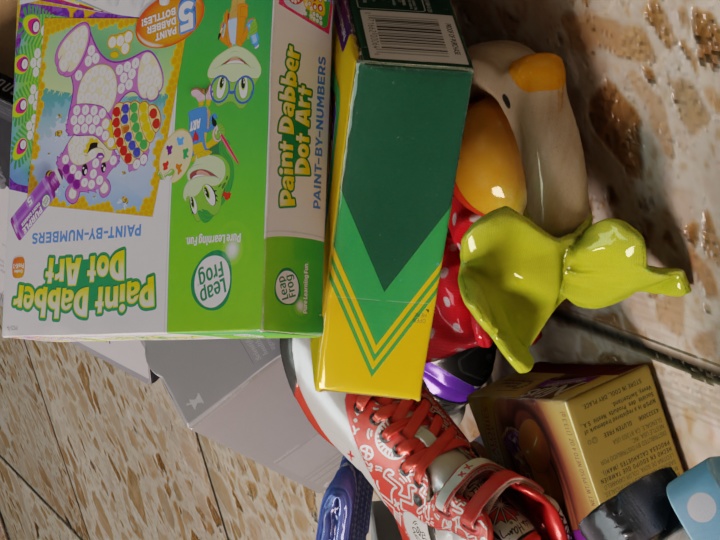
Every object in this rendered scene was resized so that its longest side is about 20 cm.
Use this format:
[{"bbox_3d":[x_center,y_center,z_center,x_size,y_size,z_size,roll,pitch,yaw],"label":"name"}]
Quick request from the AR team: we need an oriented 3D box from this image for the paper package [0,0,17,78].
[{"bbox_3d":[-0.188,-0.216,1.184,0.103,0.199,0.191,45,149,41],"label":"paper package"}]

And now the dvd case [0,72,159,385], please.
[{"bbox_3d":[-0.193,-0.029,1.164,0.150,0.025,0.201,26,141,23],"label":"dvd case"}]

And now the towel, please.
[{"bbox_3d":[-0.010,0.145,1.086,0.200,0.024,0.146,-71,-10,-67],"label":"towel"}]

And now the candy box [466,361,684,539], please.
[{"bbox_3d":[0.134,0.150,0.961,0.117,0.056,0.201,-4,105,67],"label":"candy box"}]

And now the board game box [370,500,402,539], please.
[{"bbox_3d":[0.046,0.272,1.214,0.148,0.064,0.201,-99,4,-50],"label":"board game box"}]

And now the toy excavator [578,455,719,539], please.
[{"bbox_3d":[0.189,0.091,0.723,0.100,0.200,0.194,59,-159,19],"label":"toy excavator"}]

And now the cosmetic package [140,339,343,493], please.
[{"bbox_3d":[-0.059,0.063,1.178,0.107,0.090,0.200,57,-174,27],"label":"cosmetic package"}]

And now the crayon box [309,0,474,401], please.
[{"bbox_3d":[0.006,-0.062,0.909,0.200,0.058,0.174,-99,14,-60],"label":"crayon box"}]

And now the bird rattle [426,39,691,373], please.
[{"bbox_3d":[0.080,-0.033,0.910,0.200,0.112,0.164,-153,55,-78],"label":"bird rattle"}]

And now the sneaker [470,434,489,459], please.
[{"bbox_3d":[0.077,0.172,1.083,0.073,0.084,0.201,41,148,46],"label":"sneaker"}]

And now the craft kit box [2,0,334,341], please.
[{"bbox_3d":[-0.097,-0.065,0.884,0.199,0.048,0.199,-4,85,44],"label":"craft kit box"}]

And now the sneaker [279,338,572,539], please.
[{"bbox_3d":[0.040,0.096,0.945,0.202,0.067,0.108,61,153,-7],"label":"sneaker"}]

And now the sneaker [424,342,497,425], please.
[{"bbox_3d":[0.000,0.000,1.064,0.200,0.070,0.100,37,127,4],"label":"sneaker"}]
